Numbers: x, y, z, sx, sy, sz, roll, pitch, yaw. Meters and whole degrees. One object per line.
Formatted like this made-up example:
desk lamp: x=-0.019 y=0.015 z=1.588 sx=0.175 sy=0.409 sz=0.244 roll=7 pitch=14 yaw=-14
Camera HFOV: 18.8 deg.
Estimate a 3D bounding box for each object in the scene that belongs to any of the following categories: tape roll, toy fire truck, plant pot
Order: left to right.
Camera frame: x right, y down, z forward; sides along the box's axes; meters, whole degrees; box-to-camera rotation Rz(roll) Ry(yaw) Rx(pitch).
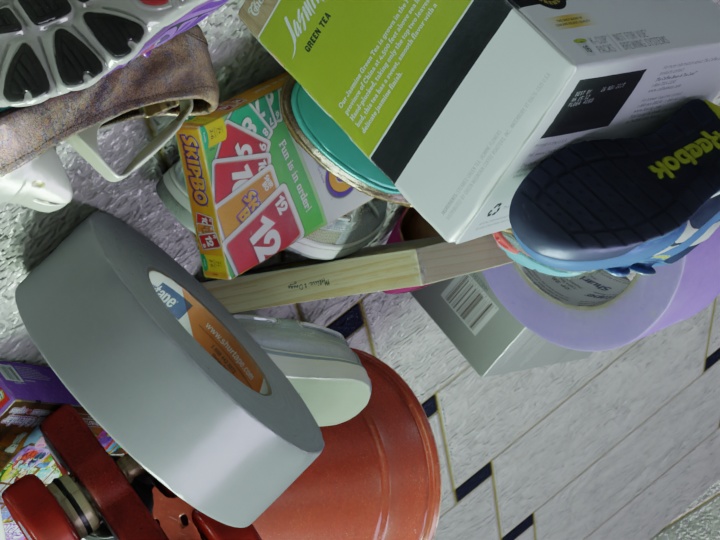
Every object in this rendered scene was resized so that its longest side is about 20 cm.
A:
toy fire truck: x=-0.138 y=0.186 z=1.395 sx=0.112 sy=0.200 sz=0.168 roll=-34 pitch=157 yaw=-16
tape roll: x=-0.112 y=0.058 z=1.297 sx=0.066 sy=0.200 sz=0.200 roll=-44 pitch=160 yaw=7
plant pot: x=-0.077 y=0.162 z=1.609 sx=0.195 sy=0.201 sz=0.201 roll=-3 pitch=138 yaw=-48
tape roll: x=0.180 y=-0.047 z=1.611 sx=0.085 sy=0.200 sz=0.200 roll=-19 pitch=150 yaw=-47

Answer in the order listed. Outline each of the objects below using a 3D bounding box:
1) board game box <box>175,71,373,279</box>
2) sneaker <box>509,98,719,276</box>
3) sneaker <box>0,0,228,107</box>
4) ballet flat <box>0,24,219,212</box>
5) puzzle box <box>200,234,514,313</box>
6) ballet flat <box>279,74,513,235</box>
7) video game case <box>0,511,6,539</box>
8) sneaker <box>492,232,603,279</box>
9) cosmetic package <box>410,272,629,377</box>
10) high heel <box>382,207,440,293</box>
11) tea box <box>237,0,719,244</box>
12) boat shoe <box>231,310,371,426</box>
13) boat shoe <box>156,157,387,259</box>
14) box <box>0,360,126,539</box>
board game box: x=-0.031 y=-0.075 z=1.323 sx=0.200 sy=0.030 sz=0.096 roll=-33 pitch=120 yaw=-46
sneaker: x=0.150 y=-0.031 z=1.204 sx=0.200 sy=0.074 sz=0.082 roll=-19 pitch=152 yaw=-44
sneaker: x=-0.127 y=-0.124 z=1.085 sx=0.200 sy=0.081 sz=0.083 roll=-27 pitch=166 yaw=-29
ballet flat: x=-0.152 y=-0.071 z=1.132 sx=0.200 sy=0.067 sz=0.068 roll=-29 pitch=-171 yaw=-29
puzzle box: x=0.000 y=0.000 z=1.469 sx=0.199 sy=0.026 sz=0.133 roll=-9 pitch=-176 yaw=39
ballet flat: x=0.034 y=-0.069 z=1.310 sx=0.072 sy=0.199 sz=0.068 roll=-179 pitch=-75 yaw=-71
video game case: x=-0.315 y=0.175 z=1.327 sx=0.199 sy=0.036 sz=0.182 roll=-23 pitch=144 yaw=-20
sneaker: x=0.092 y=-0.079 z=1.389 sx=0.079 sy=0.200 sz=0.096 roll=-38 pitch=158 yaw=-1
cosmetic package: x=0.139 y=0.018 z=1.808 sx=0.090 sy=0.107 sz=0.200 roll=-51 pitch=160 yaw=26
high heel: x=0.051 y=-0.061 z=1.580 sx=0.096 sy=0.068 sz=0.200 roll=15 pitch=124 yaw=-41
tea box: x=0.078 y=-0.139 z=1.241 sx=0.200 sy=0.197 sz=0.134 roll=-13 pitch=145 yaw=-51
boat shoe: x=-0.087 y=0.061 z=1.524 sx=0.200 sy=0.072 sz=0.070 roll=11 pitch=128 yaw=-32
boat shoe: x=-0.043 y=-0.055 z=1.379 sx=0.202 sy=0.074 sz=0.065 roll=5 pitch=129 yaw=-51
box: x=-0.231 y=0.125 z=1.451 sx=0.137 sy=0.039 sz=0.200 roll=-46 pitch=159 yaw=12
